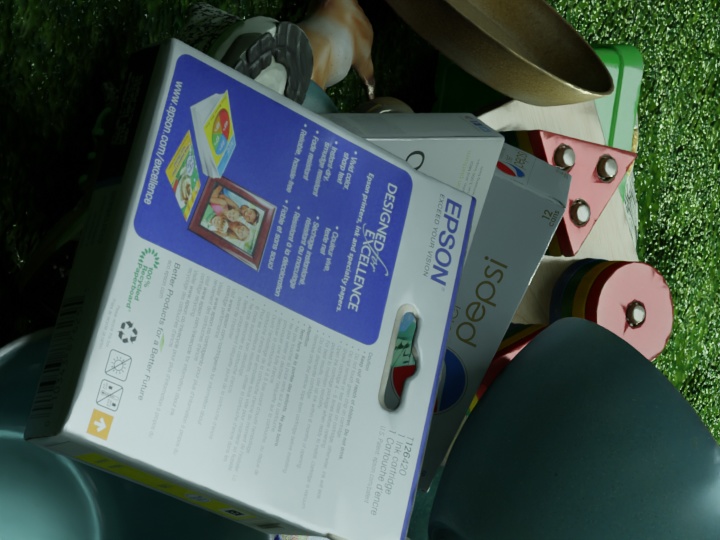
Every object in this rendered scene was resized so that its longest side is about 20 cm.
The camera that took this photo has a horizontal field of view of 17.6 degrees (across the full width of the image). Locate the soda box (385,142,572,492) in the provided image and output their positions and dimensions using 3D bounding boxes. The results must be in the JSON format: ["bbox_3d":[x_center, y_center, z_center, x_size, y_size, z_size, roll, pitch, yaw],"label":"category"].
[{"bbox_3d":[0.055,0.025,1.376,0.068,0.063,0.201,-66,-179,-70],"label":"soda box"}]

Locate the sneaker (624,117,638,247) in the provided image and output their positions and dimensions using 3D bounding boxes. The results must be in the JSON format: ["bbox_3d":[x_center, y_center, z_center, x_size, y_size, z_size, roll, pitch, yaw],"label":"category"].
[{"bbox_3d":[0.179,-0.069,1.803,0.088,0.075,0.202,-54,147,-70],"label":"sneaker"}]

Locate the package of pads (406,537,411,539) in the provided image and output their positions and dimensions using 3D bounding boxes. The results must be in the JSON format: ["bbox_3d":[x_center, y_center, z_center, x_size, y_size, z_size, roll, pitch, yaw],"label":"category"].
[{"bbox_3d":[-0.012,0.263,1.406,0.200,0.076,0.121,-45,130,-16],"label":"package of pads"}]

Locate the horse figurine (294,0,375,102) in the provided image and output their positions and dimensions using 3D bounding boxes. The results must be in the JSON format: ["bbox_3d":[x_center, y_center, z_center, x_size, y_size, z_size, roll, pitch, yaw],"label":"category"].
[{"bbox_3d":[-0.032,-0.112,1.386,0.200,0.050,0.133,-49,146,-51],"label":"horse figurine"}]

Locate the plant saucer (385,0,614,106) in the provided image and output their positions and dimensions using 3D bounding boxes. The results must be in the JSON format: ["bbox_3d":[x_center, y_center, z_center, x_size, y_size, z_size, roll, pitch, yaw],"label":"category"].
[{"bbox_3d":[0.071,-0.162,1.463,0.036,0.200,0.200,-52,159,18],"label":"plant saucer"}]

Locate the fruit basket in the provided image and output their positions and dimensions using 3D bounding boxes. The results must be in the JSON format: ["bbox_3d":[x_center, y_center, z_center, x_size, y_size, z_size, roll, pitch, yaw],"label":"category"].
[{"bbox_3d":[0.134,-0.059,1.636,0.215,0.155,0.217,-7,100,-44],"label":"fruit basket"}]

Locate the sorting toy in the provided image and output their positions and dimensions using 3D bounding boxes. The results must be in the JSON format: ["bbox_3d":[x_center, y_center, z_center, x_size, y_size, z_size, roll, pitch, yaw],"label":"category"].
[{"bbox_3d":[0.111,-0.004,1.484,0.198,0.069,0.201,-26,105,-32],"label":"sorting toy"}]

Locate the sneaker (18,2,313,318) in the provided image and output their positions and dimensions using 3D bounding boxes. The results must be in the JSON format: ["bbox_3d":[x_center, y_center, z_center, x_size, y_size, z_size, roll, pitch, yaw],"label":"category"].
[{"bbox_3d":[-0.113,-0.061,1.216,0.200,0.088,0.077,-48,140,-8],"label":"sneaker"}]

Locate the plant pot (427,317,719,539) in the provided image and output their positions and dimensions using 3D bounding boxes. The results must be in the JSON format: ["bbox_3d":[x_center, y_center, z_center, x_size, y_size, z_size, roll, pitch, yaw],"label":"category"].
[{"bbox_3d":[0.119,0.147,1.352,0.134,0.200,0.201,-32,131,-19],"label":"plant pot"}]

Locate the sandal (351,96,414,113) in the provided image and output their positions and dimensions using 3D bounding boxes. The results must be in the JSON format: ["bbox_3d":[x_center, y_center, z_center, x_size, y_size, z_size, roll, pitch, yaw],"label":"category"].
[{"bbox_3d":[0.000,0.000,1.334,0.080,0.054,0.201,5,106,-54],"label":"sandal"}]

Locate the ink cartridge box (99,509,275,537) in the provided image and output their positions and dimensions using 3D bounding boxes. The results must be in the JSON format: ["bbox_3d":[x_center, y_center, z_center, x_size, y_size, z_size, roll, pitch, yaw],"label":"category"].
[{"bbox_3d":[-0.117,0.114,1.260,0.104,0.059,0.201,-60,145,-30],"label":"ink cartridge box"}]

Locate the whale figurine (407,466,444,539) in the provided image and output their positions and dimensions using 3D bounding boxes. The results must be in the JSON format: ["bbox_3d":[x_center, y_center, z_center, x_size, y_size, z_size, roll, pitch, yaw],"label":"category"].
[{"bbox_3d":[0.061,0.167,1.599,0.159,0.104,0.200,-44,171,4],"label":"whale figurine"}]

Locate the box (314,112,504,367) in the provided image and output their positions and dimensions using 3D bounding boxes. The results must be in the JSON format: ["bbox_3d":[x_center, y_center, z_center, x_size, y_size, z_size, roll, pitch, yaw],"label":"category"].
[{"bbox_3d":[-0.022,-0.013,1.240,0.199,0.036,0.145,-3,119,-40],"label":"box"}]

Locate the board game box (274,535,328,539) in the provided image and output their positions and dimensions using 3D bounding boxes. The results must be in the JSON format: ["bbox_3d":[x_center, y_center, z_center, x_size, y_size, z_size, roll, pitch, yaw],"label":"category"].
[{"bbox_3d":[-0.025,0.098,1.455,0.200,0.044,0.135,-49,138,-47],"label":"board game box"}]

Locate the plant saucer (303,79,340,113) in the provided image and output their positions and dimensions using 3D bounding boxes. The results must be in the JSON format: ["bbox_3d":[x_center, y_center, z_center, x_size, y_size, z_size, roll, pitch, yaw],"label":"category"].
[{"bbox_3d":[-0.064,-0.015,1.313,0.200,0.027,0.201,-30,131,-40],"label":"plant saucer"}]

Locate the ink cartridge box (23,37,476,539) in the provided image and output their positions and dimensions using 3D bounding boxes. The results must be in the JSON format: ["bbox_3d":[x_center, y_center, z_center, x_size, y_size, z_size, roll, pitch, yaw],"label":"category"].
[{"bbox_3d":[-0.047,0.019,1.119,0.199,0.047,0.199,27,67,-35],"label":"ink cartridge box"}]

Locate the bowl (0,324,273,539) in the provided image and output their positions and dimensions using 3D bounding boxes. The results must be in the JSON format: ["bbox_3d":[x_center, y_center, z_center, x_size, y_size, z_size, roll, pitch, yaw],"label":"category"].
[{"bbox_3d":[-0.150,0.131,1.112,0.200,0.105,0.202,8,77,-36],"label":"bowl"}]
